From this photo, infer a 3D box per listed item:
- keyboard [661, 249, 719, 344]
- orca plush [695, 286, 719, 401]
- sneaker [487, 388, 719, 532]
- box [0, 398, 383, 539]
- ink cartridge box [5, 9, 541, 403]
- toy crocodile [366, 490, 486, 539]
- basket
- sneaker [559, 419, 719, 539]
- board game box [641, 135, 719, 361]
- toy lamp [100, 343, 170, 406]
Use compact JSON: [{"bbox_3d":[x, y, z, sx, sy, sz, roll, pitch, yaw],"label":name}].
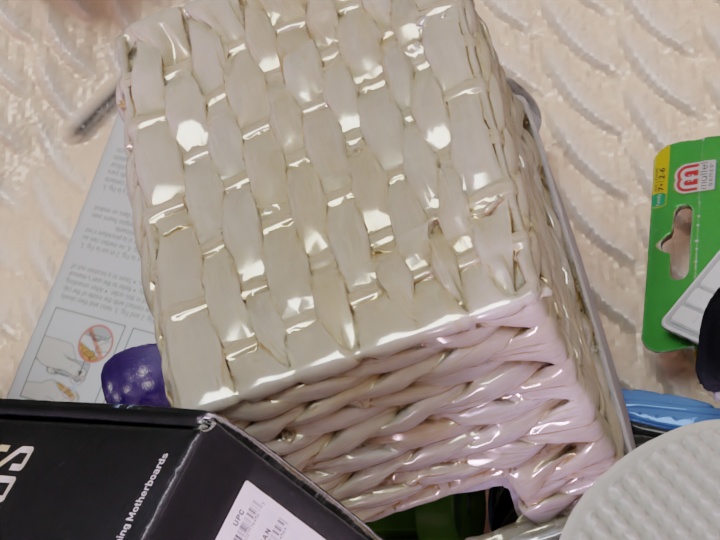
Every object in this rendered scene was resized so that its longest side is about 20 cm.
[{"bbox_3d":[0.186,-0.042,1.050,0.056,0.011,0.200,28,67,37],"label":"keyboard"},{"bbox_3d":[0.203,-0.008,0.947,0.199,0.071,0.105,-5,14,19],"label":"orca plush"},{"bbox_3d":[0.133,0.084,0.974,0.199,0.071,0.083,-1,59,28],"label":"sneaker"},{"bbox_3d":[-0.101,0.141,0.827,0.164,0.086,0.200,-1,56,53],"label":"box"},{"bbox_3d":[-0.038,0.009,1.128,0.162,0.057,0.200,14,81,30],"label":"ink cartridge box"},{"bbox_3d":[0.007,0.121,1.006,0.067,0.062,0.200,-3,58,21],"label":"toy crocodile"},{"bbox_3d":[0.000,0.000,0.978,0.135,0.123,0.200,-19,45,6],"label":"basket"},{"bbox_3d":[0.083,0.133,0.858,0.075,0.105,0.200,14,40,19],"label":"sneaker"},{"bbox_3d":[0.199,-0.013,1.044,0.199,0.030,0.096,-4,52,16],"label":"board game box"},{"bbox_3d":[-0.067,0.123,1.021,0.058,0.058,0.200,-9,59,16],"label":"toy lamp"}]
